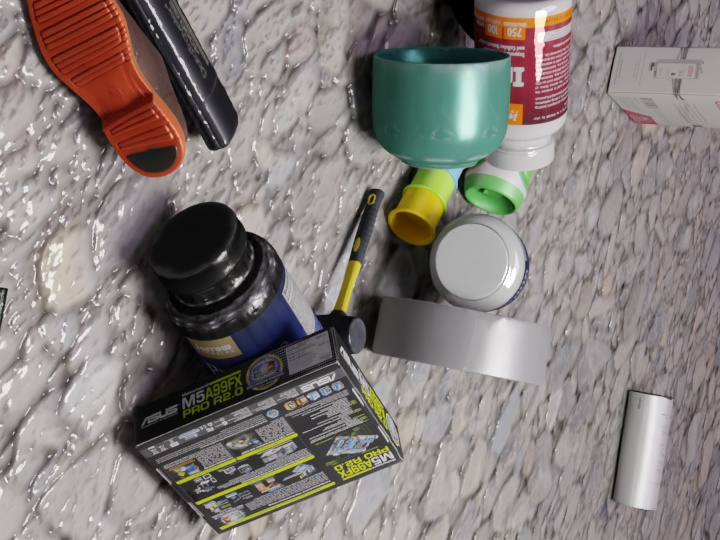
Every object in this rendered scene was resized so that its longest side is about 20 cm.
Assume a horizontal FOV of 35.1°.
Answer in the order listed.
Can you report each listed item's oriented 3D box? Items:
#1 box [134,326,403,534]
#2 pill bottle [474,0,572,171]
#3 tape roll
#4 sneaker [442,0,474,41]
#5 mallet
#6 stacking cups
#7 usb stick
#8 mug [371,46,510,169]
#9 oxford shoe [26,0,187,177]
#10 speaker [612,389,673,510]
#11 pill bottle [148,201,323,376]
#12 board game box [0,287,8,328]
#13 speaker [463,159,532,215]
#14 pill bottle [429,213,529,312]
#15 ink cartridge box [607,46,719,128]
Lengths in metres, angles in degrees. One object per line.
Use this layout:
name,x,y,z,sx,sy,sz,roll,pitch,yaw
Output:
box,-0.080,0.148,1.020,0.045,0.197,0.161,-103,166,-45
pill bottle,0.186,-0.225,1.316,0.113,0.111,0.203,-37,133,-46
tape roll,0.114,0.079,1.280,0.199,0.197,0.068,17,82,-56
sneaker,0.098,-0.332,1.303,0.105,0.059,0.202,-51,131,-38
mallet,0.000,0.000,1.213,0.041,0.065,0.203,51,55,-48
stacking cups,0.096,-0.125,1.342,0.202,0.060,0.061,-63,142,-30
usb stick,-0.156,-0.189,0.963,0.056,0.032,0.202,-82,154,-44
mug,0.095,-0.179,1.242,0.184,0.150,0.117,-23,119,-52
oxford shoe,-0.199,-0.172,0.898,0.073,0.070,0.202,-88,158,-56
speaker,0.502,0.319,2.019,0.081,0.080,0.204,12,87,-56
pill bottle,-0.106,0.038,1.021,0.113,0.110,0.201,-60,140,-29
board game box,-0.313,0.105,0.804,0.104,0.023,0.204,15,83,-58
speaker,0.195,-0.177,1.454,0.088,0.087,0.203,44,61,-50
pill bottle,0.139,-0.007,1.324,0.200,0.109,0.113,6,92,-79
ink cartridge box,0.513,-0.289,1.803,0.146,0.197,0.084,26,76,-55
